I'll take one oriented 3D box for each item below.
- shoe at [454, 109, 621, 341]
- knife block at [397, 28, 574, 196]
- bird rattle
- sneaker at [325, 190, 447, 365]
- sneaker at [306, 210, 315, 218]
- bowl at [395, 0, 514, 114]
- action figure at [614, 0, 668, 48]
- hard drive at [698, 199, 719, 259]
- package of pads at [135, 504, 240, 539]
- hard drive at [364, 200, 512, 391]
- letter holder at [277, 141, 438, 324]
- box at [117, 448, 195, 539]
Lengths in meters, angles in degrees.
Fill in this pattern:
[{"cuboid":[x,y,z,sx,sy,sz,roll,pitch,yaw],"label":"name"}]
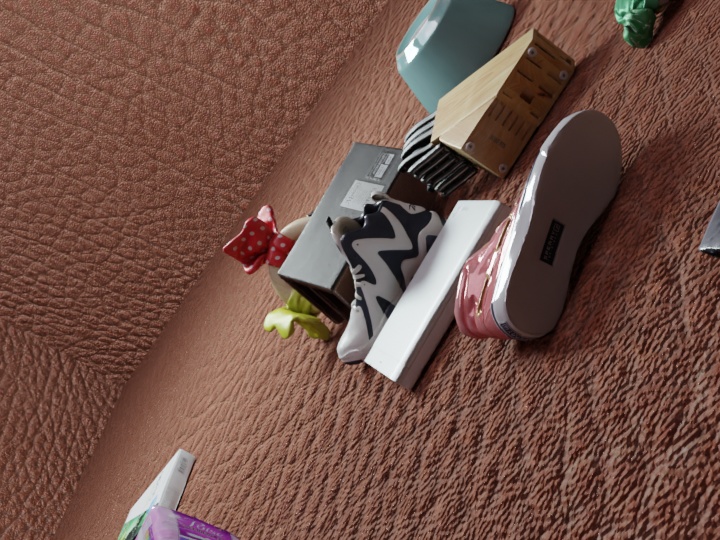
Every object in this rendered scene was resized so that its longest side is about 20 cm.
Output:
[{"cuboid":[0.138,-0.035,0.830,0.091,0.071,0.200,-13,50,65],"label":"shoe"},{"cuboid":[0.127,-0.175,1.149,0.200,0.064,0.176,-57,25,5],"label":"knife block"},{"cuboid":[-0.078,-0.005,1.390,0.163,0.200,0.113,-27,-18,16],"label":"bird rattle"},{"cuboid":[0.000,0.000,1.146,0.199,0.130,0.080,-54,12,19],"label":"sneaker"},{"cuboid":[-0.029,-0.055,1.418,0.200,0.100,0.070,-52,-11,28],"label":"sneaker"},{"cuboid":[0.126,-0.334,1.519,0.201,0.105,0.201,-53,13,18],"label":"bowl"},{"cuboid":[0.280,-0.295,0.950,0.200,0.055,0.118,-68,16,-11],"label":"action figure"},{"cuboid":[0.266,-0.089,0.535,0.200,0.042,0.135,-60,13,-9],"label":"hard drive"},{"cuboid":[-0.172,0.317,1.074,0.076,0.120,0.200,-65,13,-5],"label":"package of pads"},{"cuboid":[0.077,0.020,1.044,0.200,0.026,0.132,-59,13,-3],"label":"hard drive"},{"cuboid":[0.017,-0.034,1.278,0.101,0.142,0.200,15,69,44],"label":"letter holder"},{"cuboid":[-0.358,0.414,1.752,0.200,0.036,0.144,-51,14,32],"label":"box"}]
